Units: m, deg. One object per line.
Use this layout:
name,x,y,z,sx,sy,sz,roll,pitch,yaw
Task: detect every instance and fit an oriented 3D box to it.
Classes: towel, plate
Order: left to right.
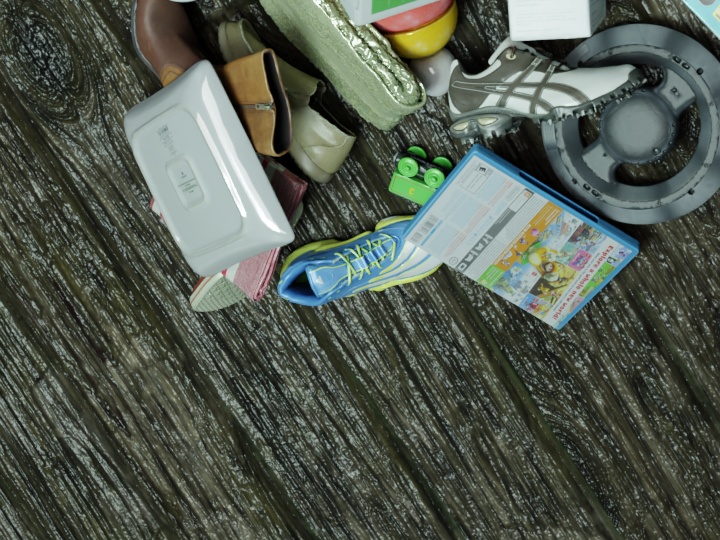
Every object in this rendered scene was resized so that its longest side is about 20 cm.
plate,-0.168,-0.095,1.467,0.200,0.032,0.200,-19,97,55
towel,-0.146,-0.078,1.540,0.200,0.023,0.144,39,116,34
towel,-0.022,-0.225,1.439,0.200,0.148,0.036,46,77,-6

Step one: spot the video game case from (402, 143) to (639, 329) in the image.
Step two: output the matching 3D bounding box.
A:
video game case,0.163,-0.031,1.465,0.200,0.018,0.143,30,131,-11

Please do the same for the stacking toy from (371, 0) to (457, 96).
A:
stacking toy,0.049,-0.263,1.422,0.146,0.146,0.200,-7,126,20

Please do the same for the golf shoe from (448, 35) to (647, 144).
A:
golf shoe,0.173,-0.186,1.387,0.200,0.078,0.095,-10,95,24

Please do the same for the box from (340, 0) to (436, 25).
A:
box,0.036,-0.362,1.233,0.171,0.199,0.200,-21,63,-12

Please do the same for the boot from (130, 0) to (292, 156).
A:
boot,-0.152,-0.205,1.436,0.200,0.068,0.188,6,106,56

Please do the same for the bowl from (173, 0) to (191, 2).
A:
bowl,-0.127,-0.354,1.423,0.201,0.090,0.201,-12,74,44

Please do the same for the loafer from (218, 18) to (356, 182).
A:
loafer,-0.074,-0.188,1.500,0.067,0.076,0.200,-35,92,13

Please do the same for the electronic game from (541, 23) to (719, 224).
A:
electronic game,0.276,-0.144,1.416,0.200,0.042,0.200,7,107,22

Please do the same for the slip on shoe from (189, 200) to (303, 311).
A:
slip on shoe,-0.132,-0.028,1.588,0.200,0.074,0.061,-55,53,32

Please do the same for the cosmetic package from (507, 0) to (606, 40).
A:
cosmetic package,0.182,-0.325,1.344,0.081,0.113,0.200,-1,108,18

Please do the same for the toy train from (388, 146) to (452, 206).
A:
toy train,0.123,-0.070,1.498,0.200,0.042,0.056,24,125,8

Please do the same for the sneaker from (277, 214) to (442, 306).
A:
sneaker,0.000,0.000,1.526,0.200,0.105,0.076,-17,104,23

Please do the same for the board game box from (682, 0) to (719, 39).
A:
board game box,0.294,-0.293,1.296,0.200,0.151,0.047,45,117,-1
